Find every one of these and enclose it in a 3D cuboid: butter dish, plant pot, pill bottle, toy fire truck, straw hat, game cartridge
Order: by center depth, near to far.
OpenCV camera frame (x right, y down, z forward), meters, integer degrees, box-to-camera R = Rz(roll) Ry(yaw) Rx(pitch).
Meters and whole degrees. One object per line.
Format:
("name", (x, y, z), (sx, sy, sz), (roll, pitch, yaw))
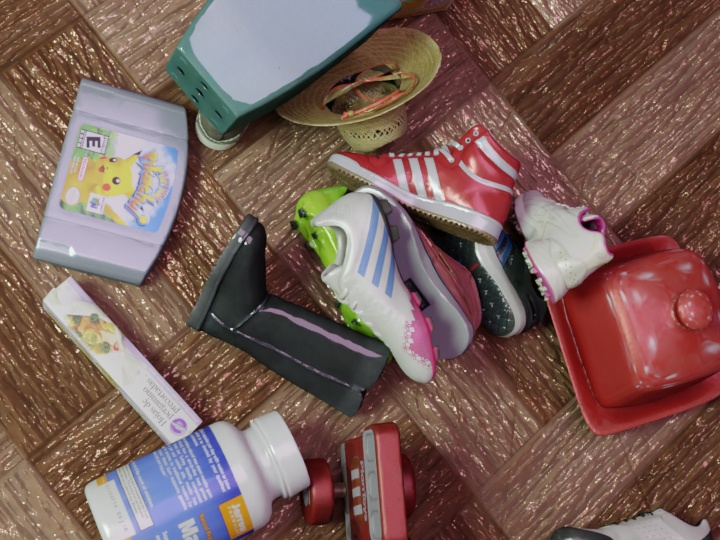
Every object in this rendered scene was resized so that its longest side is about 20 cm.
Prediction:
("pill bottle", (-0.154, 0.215, 1.126), (0.199, 0.112, 0.113), (-24, 84, -14))
("toy fire truck", (0.010, 0.255, 1.133), (0.111, 0.168, 0.202), (0, 77, -14))
("plant pot", (-0.090, -0.241, 1.176), (0.200, 0.141, 0.141), (-44, 98, -17))
("game cartridge", (-0.251, -0.092, 1.218), (0.132, 0.040, 0.202), (15, 75, -14))
("butter dish", (0.324, 0.055, 1.261), (0.198, 0.148, 0.201), (-13, 80, -23))
("straw hat", (0.008, -0.176, 1.264), (0.200, 0.201, 0.086), (-36, 127, -18))

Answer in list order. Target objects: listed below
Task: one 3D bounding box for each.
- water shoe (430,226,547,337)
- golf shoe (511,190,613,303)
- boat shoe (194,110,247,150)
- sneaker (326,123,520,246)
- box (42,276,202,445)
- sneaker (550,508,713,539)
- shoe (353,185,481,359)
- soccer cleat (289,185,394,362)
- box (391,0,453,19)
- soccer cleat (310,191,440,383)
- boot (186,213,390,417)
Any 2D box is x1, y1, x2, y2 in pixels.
("water shoe", (0.138, -0.023, 1.293), (0.078, 0.071, 0.202), (-12, 78, -44))
("golf shoe", (0.216, -0.038, 1.246), (0.091, 0.201, 0.076), (-28, 116, 13))
("boat shoe", (-0.119, -0.228, 1.267), (0.072, 0.060, 0.203), (25, 73, -7))
("sneaker", (0.071, -0.112, 1.233), (0.198, 0.071, 0.113), (22, 82, 9))
("box", (-0.240, 0.094, 1.175), (0.039, 0.041, 0.200), (-42, 91, -18))
("sneaker", (0.294, 0.295, 1.256), (0.198, 0.074, 0.081), (13, 60, -15))
("shoe", (0.058, -0.005, 1.226), (0.071, 0.091, 0.201), (-33, 93, 21))
("soccer cleat", (0.000, 0.000, 1.246), (0.081, 0.067, 0.201), (-24, 84, -30))
("box", (0.039, -0.397, 1.323), (0.111, 0.101, 0.202), (-12, 81, -16))
("soccer cleat", (0.010, 0.024, 1.150), (0.086, 0.070, 0.202), (-21, 91, -18))
("boot", (-0.059, 0.047, 1.172), (0.199, 0.165, 0.066), (31, 46, -2))
